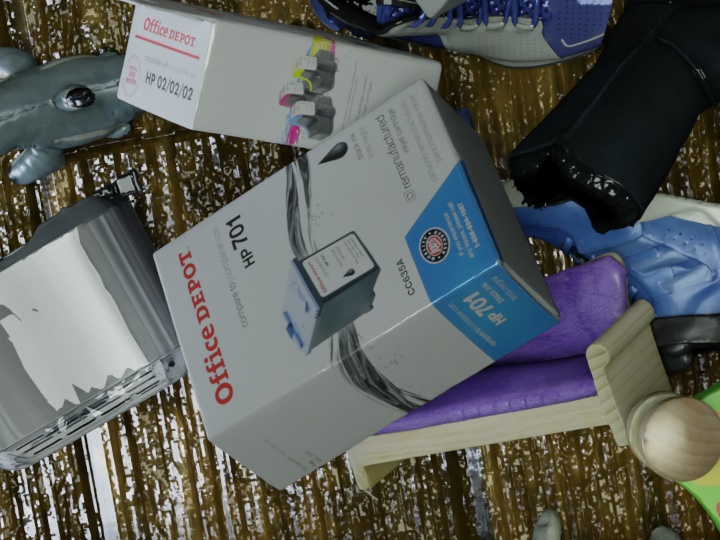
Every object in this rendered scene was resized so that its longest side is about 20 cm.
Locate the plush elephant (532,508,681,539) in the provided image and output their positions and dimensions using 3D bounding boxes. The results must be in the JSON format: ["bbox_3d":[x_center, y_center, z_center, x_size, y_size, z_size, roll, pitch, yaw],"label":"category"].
[{"bbox_3d":[0.173,0.222,1.377,0.199,0.165,0.155,-22,53,-18],"label":"plush elephant"}]

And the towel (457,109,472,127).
[{"bbox_3d":[0.000,0.000,1.388,0.200,0.024,0.147,-30,48,16],"label":"towel"}]

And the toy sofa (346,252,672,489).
[{"bbox_3d":[0.079,0.062,1.367,0.199,0.083,0.098,-13,102,31],"label":"toy sofa"}]

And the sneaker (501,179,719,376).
[{"bbox_3d":[0.169,0.009,1.386,0.199,0.077,0.112,10,87,2],"label":"sneaker"}]

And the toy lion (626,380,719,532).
[{"bbox_3d":[0.262,0.103,1.262,0.191,0.069,0.201,-26,90,0],"label":"toy lion"}]

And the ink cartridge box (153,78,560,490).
[{"bbox_3d":[-0.006,0.009,1.301,0.200,0.086,0.147,-31,53,14],"label":"ink cartridge box"}]

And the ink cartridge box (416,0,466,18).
[{"bbox_3d":[0.037,-0.269,1.268,0.200,0.083,0.145,54,144,5],"label":"ink cartridge box"}]

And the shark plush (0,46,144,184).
[{"bbox_3d":[-0.173,-0.101,1.431,0.199,0.083,0.091,-2,94,10],"label":"shark plush"}]

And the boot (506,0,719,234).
[{"bbox_3d":[0.197,-0.091,1.302,0.200,0.077,0.168,11,57,44],"label":"boot"}]

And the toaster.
[{"bbox_3d":[-0.189,0.036,1.434,0.200,0.114,0.129,-30,93,8],"label":"toaster"}]

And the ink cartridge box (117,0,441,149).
[{"bbox_3d":[-0.067,-0.117,1.347,0.199,0.115,0.068,8,98,-30],"label":"ink cartridge box"}]

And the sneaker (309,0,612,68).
[{"bbox_3d":[0.054,-0.166,1.372,0.198,0.115,0.081,5,97,9],"label":"sneaker"}]
